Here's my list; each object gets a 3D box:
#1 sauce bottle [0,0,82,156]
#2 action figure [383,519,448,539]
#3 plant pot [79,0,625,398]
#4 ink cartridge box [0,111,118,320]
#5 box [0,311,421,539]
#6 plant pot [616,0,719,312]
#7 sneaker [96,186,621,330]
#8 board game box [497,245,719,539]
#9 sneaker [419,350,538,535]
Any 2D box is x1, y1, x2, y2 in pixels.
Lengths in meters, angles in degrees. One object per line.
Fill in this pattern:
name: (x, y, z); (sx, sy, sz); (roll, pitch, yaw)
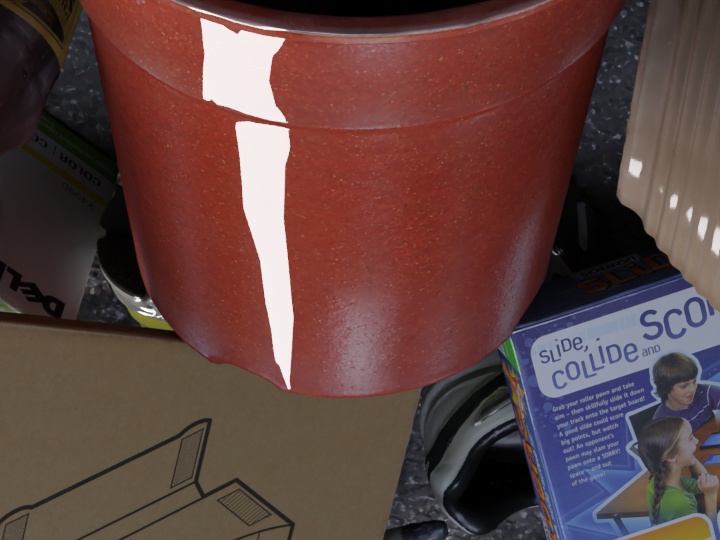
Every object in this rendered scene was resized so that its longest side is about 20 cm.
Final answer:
sauce bottle: (-0.125, -0.076, 0.789); (0.066, 0.200, 0.066); (2, 130, 3)
action figure: (-0.068, 0.115, 0.964); (0.193, 0.105, 0.200); (-18, 87, -7)
plant pot: (-0.005, -0.073, 0.793); (0.201, 0.201, 0.195); (5, 138, 3)
ink cartridge box: (-0.180, 0.005, 0.862); (0.148, 0.200, 0.076); (36, 125, -22)
box: (-0.080, 0.100, 0.857); (0.200, 0.021, 0.164); (7, 102, -35)
plant pot: (0.135, -0.063, 0.770); (0.093, 0.201, 0.201); (10, 130, 6)
sneaker: (0.000, 0.000, 0.930); (0.200, 0.078, 0.090); (5, 157, -4)
board game box: (0.158, 0.046, 0.892); (0.200, 0.034, 0.135); (-17, 109, -6)
sneaker: (0.119, 0.057, 0.944); (0.200, 0.088, 0.076); (-17, 124, 18)
